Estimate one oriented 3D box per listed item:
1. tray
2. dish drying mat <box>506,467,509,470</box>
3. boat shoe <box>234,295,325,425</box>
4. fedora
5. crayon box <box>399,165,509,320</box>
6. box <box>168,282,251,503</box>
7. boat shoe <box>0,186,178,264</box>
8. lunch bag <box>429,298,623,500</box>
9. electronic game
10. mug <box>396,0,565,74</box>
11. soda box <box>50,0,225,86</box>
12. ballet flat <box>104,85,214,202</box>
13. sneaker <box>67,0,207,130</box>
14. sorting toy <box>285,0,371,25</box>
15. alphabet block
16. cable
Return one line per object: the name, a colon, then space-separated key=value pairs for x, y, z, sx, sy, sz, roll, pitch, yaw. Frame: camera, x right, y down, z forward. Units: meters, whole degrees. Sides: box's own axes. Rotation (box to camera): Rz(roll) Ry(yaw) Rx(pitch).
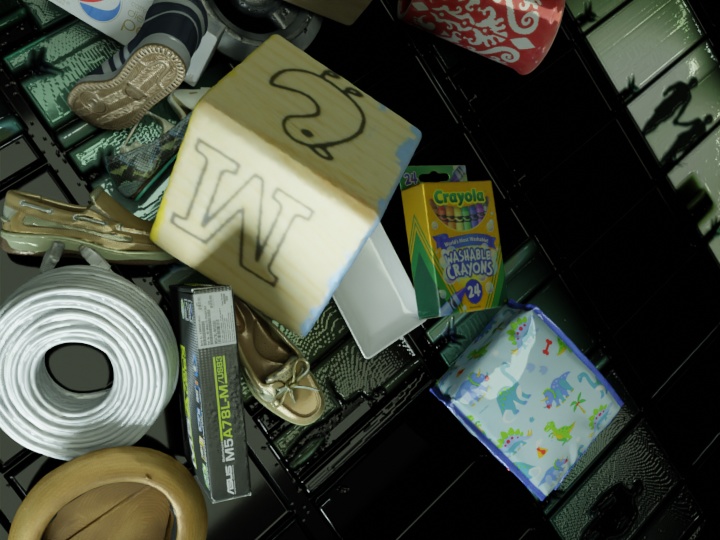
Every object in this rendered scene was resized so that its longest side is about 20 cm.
tray: x=0.000 y=0.000 z=0.948 sx=0.106 sy=0.022 sz=0.203 roll=-29 pitch=95 yaw=-21
dish drying mat: x=0.234 y=0.172 z=1.021 sx=0.075 sy=0.018 sz=0.205 roll=5 pitch=82 yaw=-20
boat shoe: x=-0.112 y=0.104 z=0.870 sx=0.073 sy=0.063 sz=0.201 roll=-45 pitch=100 yaw=-20
fedora: x=-0.263 y=0.269 z=0.774 sx=0.196 sy=0.082 sz=0.205 roll=-2 pitch=96 yaw=-20
crayon box: x=0.123 y=-0.045 z=0.973 sx=0.124 sy=0.051 sz=0.205 roll=-6 pitch=86 yaw=-34
box: x=-0.162 y=0.115 z=0.770 sx=0.047 sy=0.192 sz=0.205 roll=-6 pitch=93 yaw=-23
boat shoe: x=-0.283 y=-0.052 z=0.799 sx=0.196 sy=0.072 sz=0.078 roll=4 pitch=101 yaw=-21
lunch bag: x=0.217 y=0.165 z=0.940 sx=0.200 sy=0.127 sz=0.170 roll=43 pitch=88 yaw=-5
electronic game: x=-0.134 y=-0.359 z=0.925 sx=0.196 sy=0.041 sz=0.205 roll=0 pitch=90 yaw=-27
mug: x=0.155 y=-0.372 z=1.016 sx=0.196 sy=0.178 sz=0.135 roll=13 pitch=116 yaw=-15
soda box: x=-0.260 y=-0.299 z=0.845 sx=0.198 sy=0.064 sz=0.069 roll=29 pitch=116 yaw=-15
ballet flat: x=-0.214 y=-0.168 z=0.854 sx=0.074 sy=0.074 sz=0.201 roll=45 pitch=66 yaw=-10
sneaker: x=-0.241 y=-0.231 z=0.808 sx=0.070 sy=0.198 sz=0.110 roll=39 pitch=52 yaw=-36
sorting toy: x=-0.051 y=-0.397 z=0.843 sx=0.197 sy=0.198 sz=0.071 roll=13 pitch=68 yaw=-26
alphabet block: x=-0.077 y=-0.090 z=0.787 sx=0.198 sy=0.197 sz=0.196 roll=31 pitch=38 yaw=-4
cable: x=-0.288 y=0.098 z=0.763 sx=0.199 sy=0.069 sz=0.201 roll=38 pitch=97 yaw=-17
